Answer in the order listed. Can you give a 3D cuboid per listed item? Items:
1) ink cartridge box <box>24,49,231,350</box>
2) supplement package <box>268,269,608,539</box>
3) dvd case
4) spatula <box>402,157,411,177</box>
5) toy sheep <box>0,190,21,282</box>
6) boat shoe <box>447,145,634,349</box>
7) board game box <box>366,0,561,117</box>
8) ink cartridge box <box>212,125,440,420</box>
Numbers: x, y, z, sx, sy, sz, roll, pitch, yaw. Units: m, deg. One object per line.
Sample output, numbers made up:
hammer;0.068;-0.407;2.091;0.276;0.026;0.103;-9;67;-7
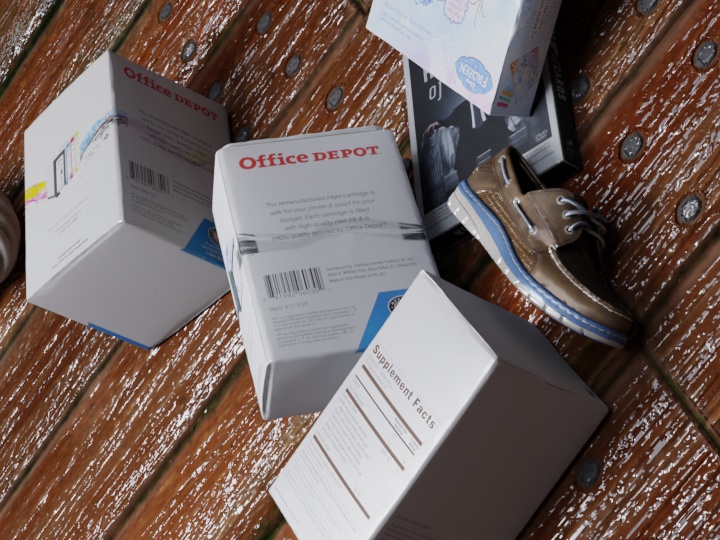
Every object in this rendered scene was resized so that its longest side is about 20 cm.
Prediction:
ink cartridge box;-0.210;-0.064;1.661;0.144;0.147;0.202;-36;46;33
supplement package;0.053;0.126;1.269;0.201;0.121;0.120;-55;39;13
dvd case;0.099;-0.131;1.432;0.150;0.025;0.202;-31;50;36
spatula;0.000;0.000;1.480;0.056;0.020;0.202;14;82;56
toy sheep;-0.420;-0.029;1.910;0.138;0.137;0.201;-51;36;18
boat shoe;0.134;-0.023;1.282;0.073;0.072;0.200;-54;47;13
board game box;0.089;-0.248;1.401;0.200;0.043;0.201;43;124;50
ink cartridge box;-0.024;-0.001;1.384;0.086;0.145;0.201;99;159;-52
